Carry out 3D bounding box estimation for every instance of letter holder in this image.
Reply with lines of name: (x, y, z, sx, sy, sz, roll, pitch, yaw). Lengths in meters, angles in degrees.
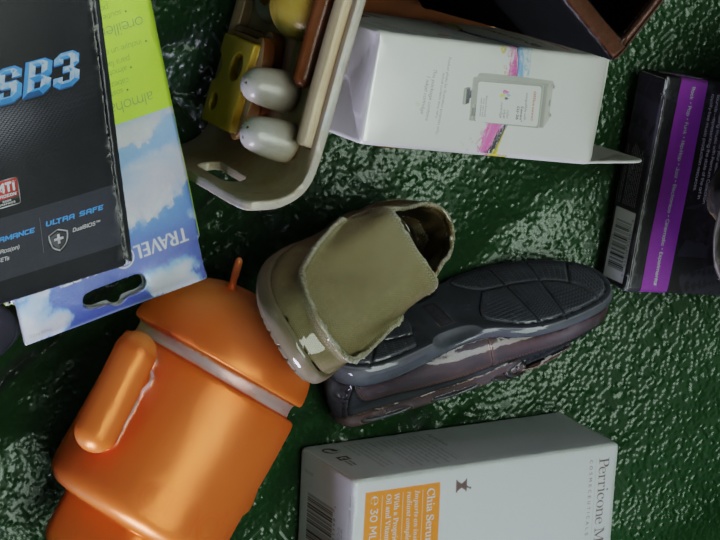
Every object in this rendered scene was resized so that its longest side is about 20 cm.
letter holder: (0.103, -0.217, 1.394, 0.142, 0.200, 0.101, -50, 122, -9)

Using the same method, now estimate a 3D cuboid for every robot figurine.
robot figurine: (-0.103, 0.090, 1.458, 0.144, 0.117, 0.200, 30, 86, -19)

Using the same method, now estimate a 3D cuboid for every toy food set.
toy food set: (-0.060, -0.143, 1.398, 0.060, 0.143, 0.200, 13, 98, -29)

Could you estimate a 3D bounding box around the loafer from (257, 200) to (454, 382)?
loafer: (0.000, 0.000, 1.450, 0.067, 0.200, 0.076, -29, 101, 25)

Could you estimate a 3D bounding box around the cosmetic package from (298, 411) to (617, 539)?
cosmetic package: (0.062, 0.159, 1.601, 0.200, 0.071, 0.102, -6, 107, -29)

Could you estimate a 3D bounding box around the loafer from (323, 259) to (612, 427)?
loafer: (0.066, 0.046, 1.581, 0.200, 0.072, 0.063, -15, 131, -20)

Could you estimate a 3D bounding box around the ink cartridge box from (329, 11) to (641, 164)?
ink cartridge box: (0.061, -0.108, 1.452, 0.200, 0.116, 0.068, 4, 101, -32)

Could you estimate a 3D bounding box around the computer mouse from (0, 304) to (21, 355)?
computer mouse: (-0.284, 0.020, 1.385, 0.200, 0.034, 0.059, 7, 122, -27)

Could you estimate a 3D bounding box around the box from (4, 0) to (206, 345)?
box: (-0.163, -0.073, 1.374, 0.122, 0.048, 0.200, -21, 115, -23)

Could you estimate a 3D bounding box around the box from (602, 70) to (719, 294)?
box: (0.262, -0.054, 1.669, 0.200, 0.036, 0.143, 4, 103, -30)

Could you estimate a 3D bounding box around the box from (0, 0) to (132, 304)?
box: (-0.223, -0.075, 1.274, 0.200, 0.050, 0.199, -17, 113, -32)

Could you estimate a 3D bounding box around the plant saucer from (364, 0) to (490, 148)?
plant saucer: (0.037, -0.170, 1.511, 0.200, 0.037, 0.201, -9, 109, -28)

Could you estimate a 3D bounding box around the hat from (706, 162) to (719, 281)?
hat: (0.278, -0.059, 1.601, 0.200, 0.081, 0.201, -14, 113, -35)
